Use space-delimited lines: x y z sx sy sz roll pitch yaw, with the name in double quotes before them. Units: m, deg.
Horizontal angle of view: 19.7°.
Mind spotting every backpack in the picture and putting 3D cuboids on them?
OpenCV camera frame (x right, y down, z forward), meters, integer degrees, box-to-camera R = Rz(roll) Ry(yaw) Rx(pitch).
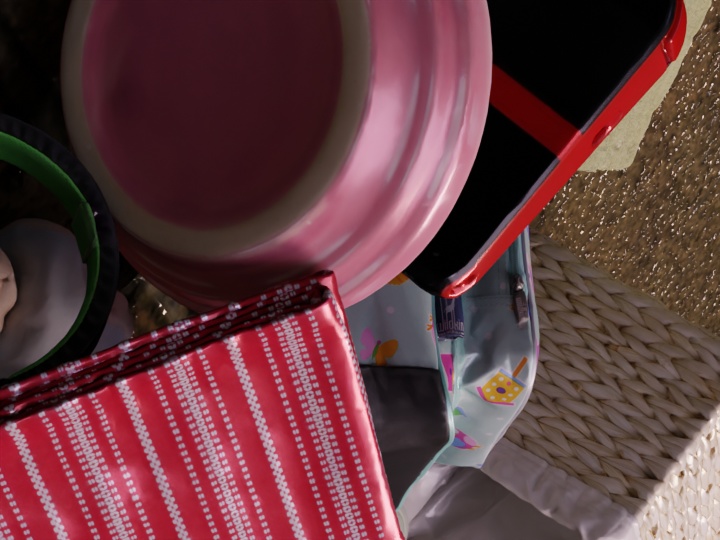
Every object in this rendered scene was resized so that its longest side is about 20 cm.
"backpack" 0.000 0.000 0.947 0.152 0.201 0.176 -7 160 -9

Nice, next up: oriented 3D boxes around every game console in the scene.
"game console" 0.020 -0.109 0.883 0.177 0.200 0.031 -49 165 -8

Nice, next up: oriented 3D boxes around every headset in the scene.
"headset" -0.188 0.001 0.773 0.199 0.124 0.094 -14 163 -17

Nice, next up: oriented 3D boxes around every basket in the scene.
"basket" 0.124 0.111 1.250 0.161 0.200 0.199 -46 149 -22

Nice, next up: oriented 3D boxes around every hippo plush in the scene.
"hippo plush" -0.139 0.081 0.882 0.200 0.161 0.160 -24 138 -42

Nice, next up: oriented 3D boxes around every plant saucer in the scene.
"plant saucer" -0.046 -0.079 0.813 0.051 0.200 0.201 0 120 -57

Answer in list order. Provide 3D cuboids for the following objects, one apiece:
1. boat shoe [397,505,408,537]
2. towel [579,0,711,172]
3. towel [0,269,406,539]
"boat shoe" -0.026 0.126 1.190 0.076 0.060 0.200 -62 154 -28
"towel" 0.130 -0.123 1.189 0.200 0.036 0.149 -10 128 -52
"towel" -0.086 0.092 0.798 0.199 0.023 0.145 -21 125 -9
